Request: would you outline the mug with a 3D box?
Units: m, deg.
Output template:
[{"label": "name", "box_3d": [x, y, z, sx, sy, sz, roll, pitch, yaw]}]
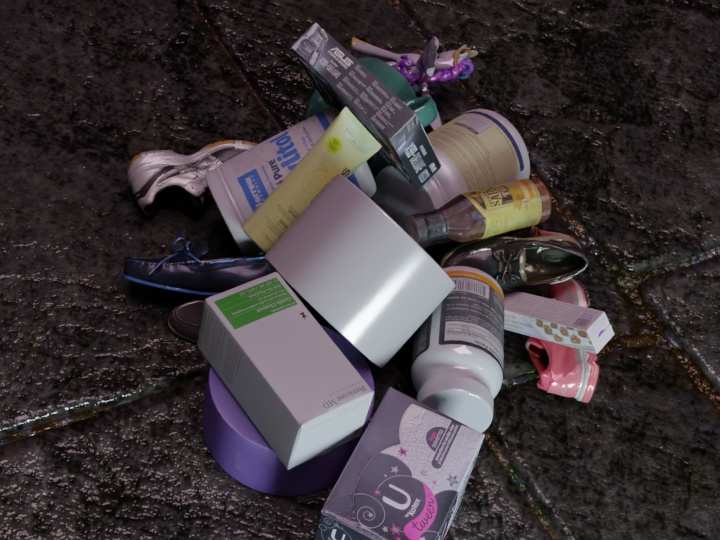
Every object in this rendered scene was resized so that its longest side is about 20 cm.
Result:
[{"label": "mug", "box_3d": [0.003, -0.216, 1.837, 0.152, 0.185, 0.114, 47, 50, 1]}]

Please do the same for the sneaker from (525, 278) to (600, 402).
[{"label": "sneaker", "box_3d": [0.258, 0.080, 1.708, 0.085, 0.074, 0.202, 5, 47, -9]}]

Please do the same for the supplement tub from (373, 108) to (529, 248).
[{"label": "supplement tub", "box_3d": [0.127, -0.126, 1.814, 0.145, 0.146, 0.199, 41, 50, 23]}]

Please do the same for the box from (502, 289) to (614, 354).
[{"label": "box", "box_3d": [0.238, 0.062, 1.661, 0.041, 0.039, 0.199, -41, 28, -23]}]

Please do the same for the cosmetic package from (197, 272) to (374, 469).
[{"label": "cosmetic package", "box_3d": [-0.087, 0.111, 1.461, 0.107, 0.086, 0.200, -22, 55, -34]}]

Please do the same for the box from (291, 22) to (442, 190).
[{"label": "box", "box_3d": [0.009, -0.211, 1.675, 0.050, 0.158, 0.200, -43, 64, -3]}]

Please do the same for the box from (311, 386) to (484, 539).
[{"label": "box", "box_3d": [0.041, 0.256, 1.455, 0.131, 0.116, 0.201, 25, 47, 9]}]

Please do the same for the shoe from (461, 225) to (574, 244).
[{"label": "shoe", "box_3d": [0.229, -0.039, 1.797, 0.197, 0.092, 0.072, -6, 49, -20]}]

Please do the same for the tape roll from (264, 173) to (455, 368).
[{"label": "tape roll", "box_3d": [0.000, 0.000, 1.579, 0.139, 0.203, 0.203, -46, 65, 0]}]

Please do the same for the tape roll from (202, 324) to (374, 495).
[{"label": "tape roll", "box_3d": [-0.086, 0.158, 1.534, 0.196, 0.086, 0.202, 7, 47, -8]}]

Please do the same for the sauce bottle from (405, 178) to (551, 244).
[{"label": "sauce bottle", "box_3d": [0.155, -0.073, 1.705, 0.197, 0.067, 0.066, -15, 53, -24]}]

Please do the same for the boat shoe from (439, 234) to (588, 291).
[{"label": "boat shoe", "box_3d": [0.205, -0.010, 1.707, 0.197, 0.073, 0.066, -6, 7, -10]}]

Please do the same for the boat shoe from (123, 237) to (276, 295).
[{"label": "boat shoe", "box_3d": [-0.201, -0.006, 1.651, 0.196, 0.070, 0.084, 5, 3, -11]}]

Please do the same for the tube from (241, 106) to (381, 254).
[{"label": "tube", "box_3d": [-0.064, -0.108, 1.618, 0.200, 0.058, 0.052, -46, 75, 0]}]

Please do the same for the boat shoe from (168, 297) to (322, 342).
[{"label": "boat shoe", "box_3d": [-0.141, 0.061, 1.627, 0.196, 0.057, 0.068, 11, 46, -5]}]

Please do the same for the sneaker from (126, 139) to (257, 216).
[{"label": "sneaker", "box_3d": [-0.217, -0.119, 1.775, 0.197, 0.076, 0.089, -11, 61, -14]}]

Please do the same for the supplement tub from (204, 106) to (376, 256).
[{"label": "supplement tub", "box_3d": [-0.090, -0.115, 1.705, 0.198, 0.133, 0.133, -28, 55, -2]}]

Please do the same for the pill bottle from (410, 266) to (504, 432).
[{"label": "pill bottle", "box_3d": [0.122, 0.102, 1.621, 0.114, 0.117, 0.202, 12, 47, -4]}]

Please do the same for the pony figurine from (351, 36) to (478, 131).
[{"label": "pony figurine", "box_3d": [0.078, -0.294, 1.972, 0.196, 0.169, 0.194, 1, 38, 7]}]
